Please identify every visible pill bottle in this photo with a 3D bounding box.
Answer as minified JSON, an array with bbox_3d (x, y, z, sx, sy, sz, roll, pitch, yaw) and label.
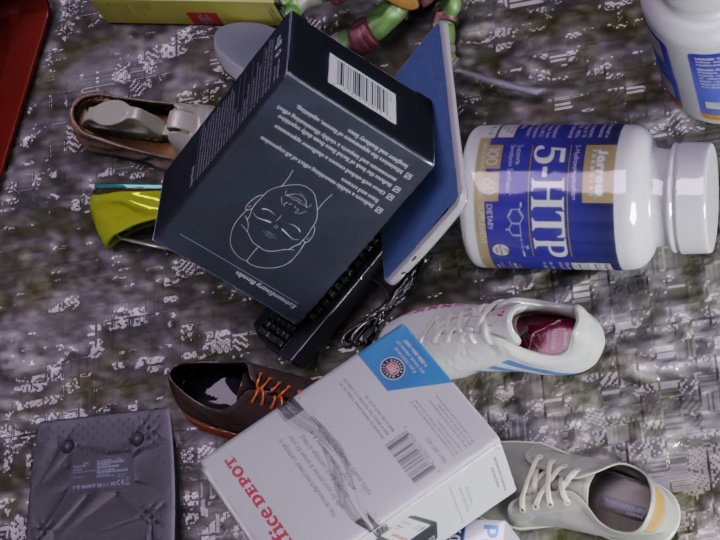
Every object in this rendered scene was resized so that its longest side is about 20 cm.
[{"bbox_3d":[0.289,-0.211,1.641,0.111,0.200,0.113,-6,66,14],"label":"pill bottle"},{"bbox_3d":[0.190,-0.060,1.652,0.199,0.120,0.120,0,68,17],"label":"pill bottle"}]

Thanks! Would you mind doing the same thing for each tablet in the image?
[{"bbox_3d":[0.048,-0.100,1.696,0.014,0.130,0.201,16,49,-24],"label":"tablet"}]

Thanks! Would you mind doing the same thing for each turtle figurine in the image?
[{"bbox_3d":[0.034,-0.233,1.761,0.193,0.144,0.201,-22,60,11],"label":"turtle figurine"}]

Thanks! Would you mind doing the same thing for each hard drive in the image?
[{"bbox_3d":[-0.214,0.221,1.696,0.134,0.042,0.201,-8,66,14],"label":"hard drive"}]

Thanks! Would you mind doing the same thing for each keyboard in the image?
[{"bbox_3d":[0.000,0.000,1.722,0.127,0.021,0.200,31,79,42],"label":"keyboard"}]

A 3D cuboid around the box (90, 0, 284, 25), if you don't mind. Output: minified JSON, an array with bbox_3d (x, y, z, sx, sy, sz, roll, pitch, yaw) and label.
[{"bbox_3d":[-0.149,-0.271,1.883,0.199,0.050,0.076,3,68,17],"label":"box"}]

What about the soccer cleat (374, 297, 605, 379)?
[{"bbox_3d":[0.100,0.050,1.650,0.199,0.086,0.070,-3,67,16],"label":"soccer cleat"}]

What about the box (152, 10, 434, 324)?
[{"bbox_3d":[-0.055,-0.083,1.661,0.200,0.148,0.107,-48,22,28],"label":"box"}]

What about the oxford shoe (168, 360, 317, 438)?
[{"bbox_3d":[-0.070,0.116,1.680,0.199,0.073,0.072,7,69,19],"label":"oxford shoe"}]

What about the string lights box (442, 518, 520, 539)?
[{"bbox_3d":[0.021,0.250,1.604,0.199,0.059,0.103,2,68,17],"label":"string lights box"}]

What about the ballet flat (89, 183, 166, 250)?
[{"bbox_3d":[-0.148,-0.052,1.789,0.199,0.067,0.068,-5,87,18],"label":"ballet flat"}]

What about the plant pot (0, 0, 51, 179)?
[{"bbox_3d":[-0.436,-0.206,1.872,0.175,0.200,0.201,2,67,31],"label":"plant pot"}]

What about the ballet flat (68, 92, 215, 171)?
[{"bbox_3d":[-0.178,-0.125,1.819,0.199,0.067,0.068,6,70,19],"label":"ballet flat"}]

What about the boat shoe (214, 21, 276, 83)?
[{"bbox_3d":[-0.076,-0.157,1.800,0.070,0.067,0.200,-15,37,-25],"label":"boat shoe"}]

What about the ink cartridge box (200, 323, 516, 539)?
[{"bbox_3d":[-0.002,0.161,1.574,0.199,0.084,0.145,-33,54,-9],"label":"ink cartridge box"}]

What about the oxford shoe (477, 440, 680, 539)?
[{"bbox_3d":[0.156,0.173,1.599,0.199,0.058,0.076,11,73,22],"label":"oxford shoe"}]
